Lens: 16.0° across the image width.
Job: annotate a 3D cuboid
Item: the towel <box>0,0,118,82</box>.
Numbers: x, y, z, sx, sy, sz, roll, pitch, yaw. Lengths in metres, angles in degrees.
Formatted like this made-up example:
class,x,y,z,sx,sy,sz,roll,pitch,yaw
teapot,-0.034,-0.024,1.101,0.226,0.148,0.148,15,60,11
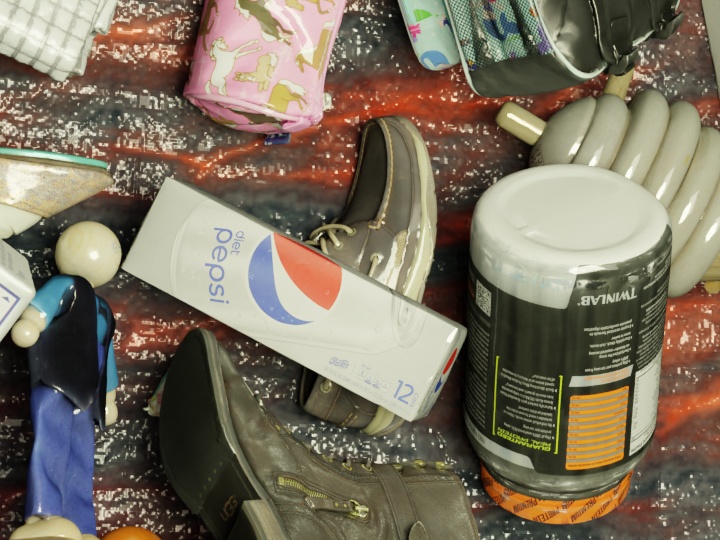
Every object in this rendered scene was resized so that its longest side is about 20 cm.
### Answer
class,x,y,z,sx,sy,sz,roll,pitch,yaw
towel,-0.211,-0.225,1.521,0.165,0.085,0.201,23,75,-19

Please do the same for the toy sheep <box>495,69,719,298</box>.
class,x,y,z,sx,sy,sz,roll,pitch,yaw
toy sheep,0.175,-0.056,1.632,0.199,0.138,0.139,26,76,-3

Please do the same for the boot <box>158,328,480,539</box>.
class,x,y,z,sx,sy,sz,roll,pitch,yaw
boot,-0.018,0.124,1.496,0.173,0.069,0.201,2,54,-36

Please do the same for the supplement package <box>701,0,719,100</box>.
class,x,y,z,sx,sy,sz,roll,pitch,yaw
supplement package,0.328,-0.145,1.657,0.120,0.200,0.121,-9,87,-21

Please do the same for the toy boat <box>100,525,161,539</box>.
class,x,y,z,sx,sy,sz,roll,pitch,yaw
toy boat,-0.120,0.210,1.506,0.199,0.131,0.131,-21,62,-22

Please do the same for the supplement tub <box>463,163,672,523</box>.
class,x,y,z,sx,sy,sz,roll,pitch,yaw
supplement tub,0.124,0.047,1.562,0.122,0.123,0.201,-14,126,-22

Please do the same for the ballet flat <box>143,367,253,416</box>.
class,x,y,z,sx,sy,sz,roll,pitch,yaw
ballet flat,-0.058,0.135,1.554,0.064,0.076,0.200,-39,90,-10

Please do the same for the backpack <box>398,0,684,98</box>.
class,x,y,z,sx,sy,sz,roll,pitch,yaw
backpack,0.100,-0.223,1.579,0.177,0.150,0.201,-37,118,-49

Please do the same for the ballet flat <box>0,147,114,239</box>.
class,x,y,z,sx,sy,sz,roll,pitch,yaw
ballet flat,-0.246,-0.046,1.501,0.198,0.068,0.068,9,85,-10

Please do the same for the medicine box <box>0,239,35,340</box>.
class,x,y,z,sx,sy,sz,roll,pitch,yaw
medicine box,-0.312,0.017,1.418,0.200,0.103,0.183,38,92,-13

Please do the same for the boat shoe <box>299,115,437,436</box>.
class,x,y,z,sx,sy,sz,roll,pitch,yaw
boat shoe,0.000,0.000,1.584,0.073,0.074,0.202,7,81,-21

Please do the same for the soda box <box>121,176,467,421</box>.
class,x,y,z,sx,sy,sz,roll,pitch,yaw
soda box,-0.038,0.017,1.524,0.199,0.068,0.064,28,93,8

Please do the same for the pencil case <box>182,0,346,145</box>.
class,x,y,z,sx,sy,sz,roll,pitch,yaw
pencil case,-0.044,-0.182,1.580,0.086,0.083,0.201,22,76,-33

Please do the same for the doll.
class,x,y,z,sx,sy,sz,roll,pitch,yaw
doll,-0.167,0.068,1.489,0.048,0.136,0.202,-4,69,16
